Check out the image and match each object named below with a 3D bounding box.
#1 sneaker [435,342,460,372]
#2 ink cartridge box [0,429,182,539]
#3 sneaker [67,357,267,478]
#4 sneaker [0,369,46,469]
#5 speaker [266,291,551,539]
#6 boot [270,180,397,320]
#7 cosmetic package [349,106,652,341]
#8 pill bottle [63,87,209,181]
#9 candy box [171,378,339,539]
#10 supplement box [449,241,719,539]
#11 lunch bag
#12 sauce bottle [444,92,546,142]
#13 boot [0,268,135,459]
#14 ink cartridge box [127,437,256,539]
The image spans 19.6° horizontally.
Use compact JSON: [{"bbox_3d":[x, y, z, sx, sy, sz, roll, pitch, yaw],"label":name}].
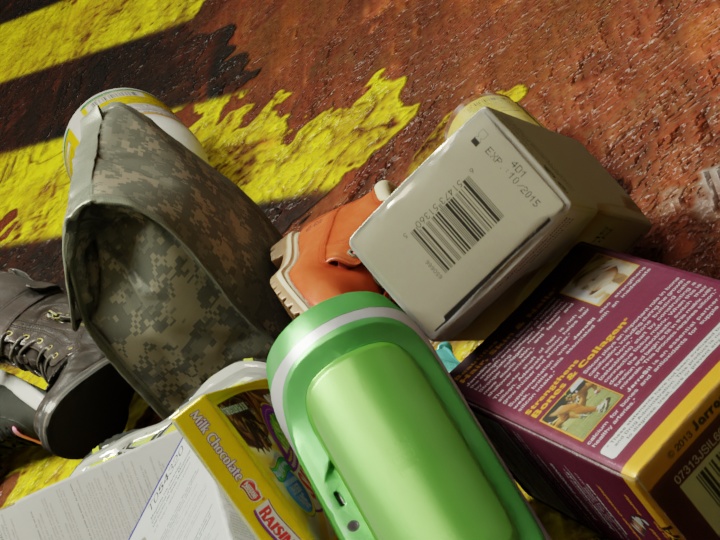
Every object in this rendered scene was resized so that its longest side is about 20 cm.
[{"bbox_3d":[0.027,0.078,1.197,0.079,0.078,0.199,-29,20,-25],"label":"sneaker"},{"bbox_3d":[-0.139,0.161,1.257,0.199,0.096,0.037,-25,-5,33],"label":"ink cartridge box"},{"bbox_3d":[-0.121,0.133,1.310,0.200,0.075,0.076,-41,21,4],"label":"sneaker"},{"bbox_3d":[-0.275,0.131,1.600,0.199,0.070,0.100,14,76,51],"label":"sneaker"},{"bbox_3d":[0.028,0.106,0.978,0.088,0.088,0.201,-37,55,9],"label":"speaker"},{"bbox_3d":[0.000,0.000,1.367,0.107,0.075,0.200,-33,22,8],"label":"boot"},{"bbox_3d":[0.081,-0.020,1.116,0.105,0.071,0.200,-45,-15,14],"label":"cosmetic package"},{"bbox_3d":[-0.189,-0.086,1.787,0.113,0.113,0.200,-42,21,-2],"label":"pill bottle"},{"bbox_3d":[-0.043,0.106,1.088,0.026,0.103,0.200,-35,-4,5],"label":"candy box"},{"bbox_3d":[0.137,0.065,0.986,0.110,0.086,0.200,-44,22,-11],"label":"supplement box"},{"bbox_3d":[-0.135,-0.007,1.428,0.117,0.200,0.164,-34,23,16],"label":"lunch bag"},{"bbox_3d":[0.102,-0.060,1.312,0.066,0.066,0.200,-39,20,4],"label":"sauce bottle"},{"bbox_3d":[-0.243,0.063,1.529,0.172,0.070,0.200,12,26,17],"label":"boot"},{"bbox_3d":[-0.102,0.205,1.096,0.198,0.043,0.200,-62,18,14],"label":"ink cartridge box"}]
